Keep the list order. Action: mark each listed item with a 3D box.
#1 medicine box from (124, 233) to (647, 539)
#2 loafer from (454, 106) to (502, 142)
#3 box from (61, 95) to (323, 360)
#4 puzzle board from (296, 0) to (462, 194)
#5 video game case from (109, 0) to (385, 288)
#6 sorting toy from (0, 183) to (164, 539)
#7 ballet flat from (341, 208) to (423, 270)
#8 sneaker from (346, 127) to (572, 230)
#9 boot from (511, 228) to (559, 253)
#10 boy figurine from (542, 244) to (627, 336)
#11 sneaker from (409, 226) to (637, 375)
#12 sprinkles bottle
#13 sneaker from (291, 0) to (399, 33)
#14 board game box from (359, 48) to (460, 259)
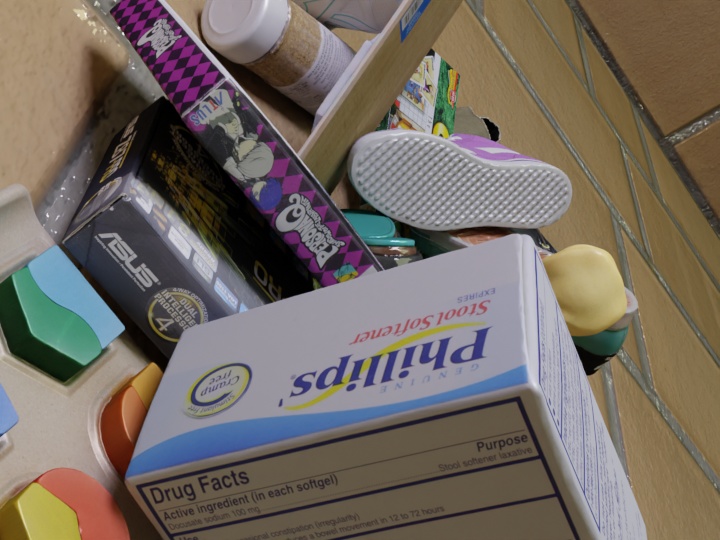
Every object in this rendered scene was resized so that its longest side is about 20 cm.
[{"bbox_3d":[0.025,0.110,0.506,0.103,0.180,0.202,-78,147,-54],"label":"medicine box"},{"bbox_3d":[0.095,-0.148,1.153,0.076,0.069,0.199,63,23,7],"label":"loafer"},{"bbox_3d":[-0.073,0.012,0.621,0.201,0.049,0.162,51,16,-21],"label":"box"},{"bbox_3d":[0.016,-0.149,0.802,0.017,0.201,0.151,33,-3,7],"label":"puzzle board"},{"bbox_3d":[-0.063,-0.069,0.644,0.182,0.036,0.200,51,0,-36],"label":"video game case"},{"bbox_3d":[-0.133,0.068,0.472,0.201,0.036,0.185,57,23,-9],"label":"sorting toy"},{"bbox_3d":[0.000,0.000,0.774,0.200,0.067,0.070,-118,-150,-79],"label":"ballet flat"},{"bbox_3d":[0.063,-0.081,0.896,0.198,0.074,0.114,10,18,-29],"label":"sneaker"},{"bbox_3d":[0.134,-0.025,1.080,0.153,0.073,0.205,19,35,-56],"label":"boot"},{"bbox_3d":[0.093,0.043,0.761,0.065,0.199,0.125,48,22,-22],"label":"boy figurine"},{"bbox_3d":[0.121,0.019,0.890,0.198,0.081,0.071,28,30,19],"label":"sneaker"},{"bbox_3d":[-0.043,-0.170,0.897,0.199,0.068,0.069,28,38,-52],"label":"sprinkles bottle"},{"bbox_3d":[-0.021,-0.232,0.890,0.080,0.198,0.072,17,75,-46],"label":"sneaker"},{"bbox_3d":[0.043,-0.099,0.942,0.104,0.023,0.203,29,64,-53],"label":"board game box"}]
